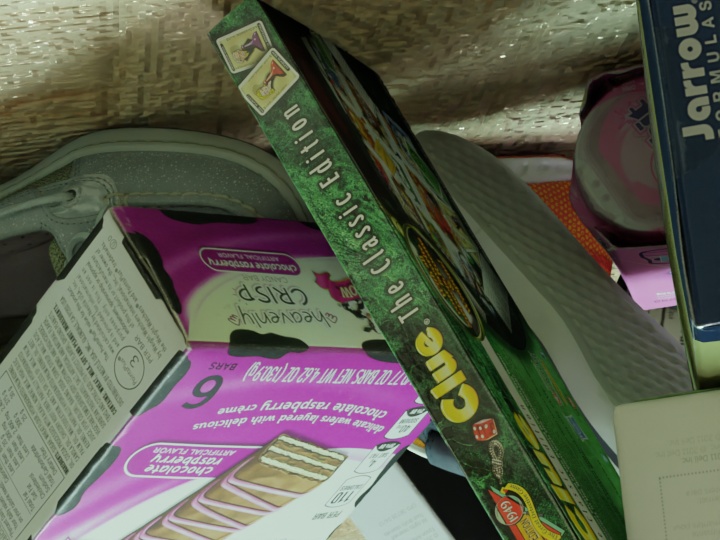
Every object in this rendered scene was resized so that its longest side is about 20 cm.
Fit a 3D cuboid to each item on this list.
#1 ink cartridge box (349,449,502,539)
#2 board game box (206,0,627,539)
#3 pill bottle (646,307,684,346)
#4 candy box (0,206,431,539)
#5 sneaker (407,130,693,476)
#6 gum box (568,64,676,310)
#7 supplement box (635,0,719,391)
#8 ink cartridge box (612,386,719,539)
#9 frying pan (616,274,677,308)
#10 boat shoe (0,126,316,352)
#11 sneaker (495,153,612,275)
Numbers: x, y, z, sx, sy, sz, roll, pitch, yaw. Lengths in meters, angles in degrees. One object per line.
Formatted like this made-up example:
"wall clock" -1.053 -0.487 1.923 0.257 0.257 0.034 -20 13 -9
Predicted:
"ink cartridge box" 0.042 0.105 1.097 0.037 0.200 0.095 -28 -163 20
"board game box" 0.027 0.014 0.840 0.023 0.200 0.105 -34 160 10
"pill bottle" 0.107 0.067 1.183 0.200 0.111 0.111 11 168 5
"candy box" -0.071 0.071 0.923 0.136 0.061 0.200 3 136 -46
"sneaker" 0.064 0.045 0.947 0.078 0.200 0.079 7 126 -49
"gum box" 0.174 -0.039 0.975 0.200 0.066 0.114 -9 168 8
"supplement box" 0.184 -0.044 0.810 0.200 0.134 0.200 -9 168 7
"ink cartridge box" 0.137 0.129 0.785 0.104 0.200 0.059 -10 168 20
"frying pan" 0.174 0.005 1.252 0.115 0.031 0.190 -11 170 17
"boat shoe" -0.109 0.004 0.953 0.202 0.065 0.074 -8 133 22
"sneaker" 0.000 0.000 1.028 0.200 0.077 0.073 -3 168 -12
